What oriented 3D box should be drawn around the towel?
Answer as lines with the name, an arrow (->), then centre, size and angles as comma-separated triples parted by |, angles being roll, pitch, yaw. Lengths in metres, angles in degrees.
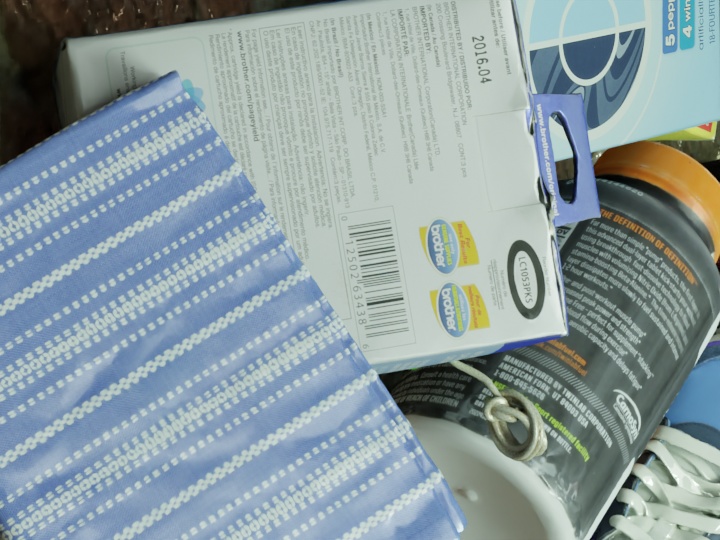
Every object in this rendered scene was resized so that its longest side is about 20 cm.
towel -> -0.068, 0.048, 0.925 | 0.145, 0.024, 0.200 | -33, 92, -23

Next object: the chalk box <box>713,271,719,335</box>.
chalk box -> 0.232, 0.056, 1.308 | 0.124, 0.125, 0.200 | -5, 136, -45

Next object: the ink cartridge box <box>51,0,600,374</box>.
ink cartridge box -> -0.005, -0.029, 1.001 | 0.199, 0.076, 0.137 | -9, 89, -9

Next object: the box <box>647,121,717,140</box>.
box -> 0.093, -0.114, 1.226 | 0.200, 0.050, 0.076 | 18, 79, -49

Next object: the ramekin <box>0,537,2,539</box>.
ramekin -> -0.079, 0.173, 1.002 | 0.200, 0.098, 0.201 | -5, 97, -50

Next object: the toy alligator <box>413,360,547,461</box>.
toy alligator -> 0.000, 0.000, 1.062 | 0.200, 0.059, 0.054 | 53, 36, 6

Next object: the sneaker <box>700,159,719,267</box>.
sneaker -> 0.221, -0.017, 1.368 | 0.200, 0.074, 0.087 | -20, 111, -46

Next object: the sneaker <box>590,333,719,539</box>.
sneaker -> 0.132, 0.125, 1.191 | 0.200, 0.080, 0.146 | -61, 175, 7

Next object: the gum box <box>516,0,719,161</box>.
gum box -> 0.078, -0.133, 1.132 | 0.200, 0.044, 0.170 | -14, 107, -46

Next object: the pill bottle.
pill bottle -> 0.092, 0.032, 1.191 | 0.200, 0.106, 0.106 | -54, 130, -33
